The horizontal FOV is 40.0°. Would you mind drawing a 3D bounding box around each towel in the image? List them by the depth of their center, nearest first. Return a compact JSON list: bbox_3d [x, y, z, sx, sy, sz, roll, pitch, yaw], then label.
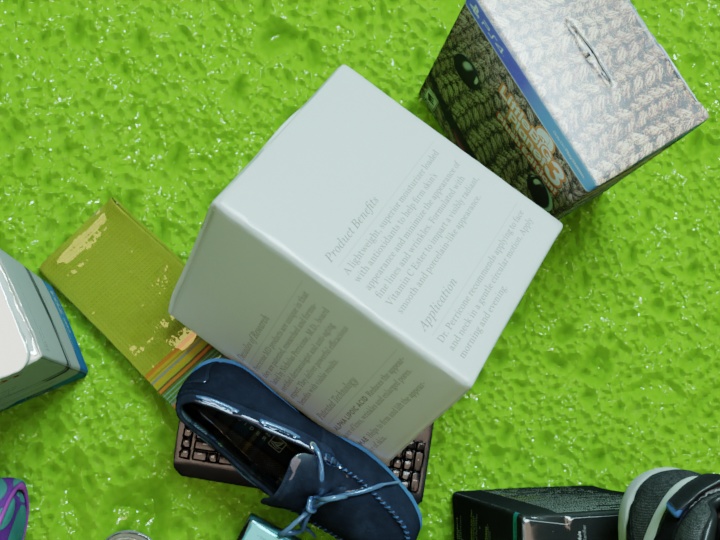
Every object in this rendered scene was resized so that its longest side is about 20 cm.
[{"bbox_3d":[-0.155,0.035,0.769,0.200,0.018,0.086,42,77,12],"label":"towel"}]

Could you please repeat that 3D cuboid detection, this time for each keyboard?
[{"bbox_3d":[-0.041,0.123,0.773,0.199,0.040,0.104,9,80,-6],"label":"keyboard"}]

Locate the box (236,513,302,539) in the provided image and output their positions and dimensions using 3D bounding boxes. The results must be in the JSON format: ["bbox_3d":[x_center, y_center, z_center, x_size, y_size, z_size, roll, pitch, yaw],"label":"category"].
[{"bbox_3d":[-0.107,0.279,0.716,0.049,0.082,0.200,29,78,-1],"label":"box"}]

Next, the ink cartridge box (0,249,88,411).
[{"bbox_3d":[-0.281,0.059,0.673,0.146,0.200,0.086,-22,84,-10],"label":"ink cartridge box"}]

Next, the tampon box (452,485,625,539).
[{"bbox_3d":[0.148,0.234,0.695,0.126,0.200,0.150,0,82,-7],"label":"tampon box"}]

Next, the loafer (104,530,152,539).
[{"bbox_3d":[-0.187,0.292,0.714,0.072,0.063,0.200,14,79,-4],"label":"loafer"}]

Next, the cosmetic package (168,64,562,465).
[{"bbox_3d":[0.000,0.000,0.713,0.200,0.165,0.165,37,54,1],"label":"cosmetic package"}]

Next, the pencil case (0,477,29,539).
[{"bbox_3d":[-0.344,0.174,0.704,0.199,0.085,0.093,12,63,-4],"label":"pencil case"}]

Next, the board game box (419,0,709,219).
[{"bbox_3d":[0.142,-0.128,0.757,0.097,0.200,0.160,-31,85,-11],"label":"board game box"}]

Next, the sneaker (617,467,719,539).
[{"bbox_3d":[0.176,0.205,0.507,0.073,0.112,0.201,-2,81,-6],"label":"sneaker"}]

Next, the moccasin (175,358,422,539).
[{"bbox_3d":[-0.051,0.146,0.700,0.200,0.068,0.081,32,112,4],"label":"moccasin"}]
